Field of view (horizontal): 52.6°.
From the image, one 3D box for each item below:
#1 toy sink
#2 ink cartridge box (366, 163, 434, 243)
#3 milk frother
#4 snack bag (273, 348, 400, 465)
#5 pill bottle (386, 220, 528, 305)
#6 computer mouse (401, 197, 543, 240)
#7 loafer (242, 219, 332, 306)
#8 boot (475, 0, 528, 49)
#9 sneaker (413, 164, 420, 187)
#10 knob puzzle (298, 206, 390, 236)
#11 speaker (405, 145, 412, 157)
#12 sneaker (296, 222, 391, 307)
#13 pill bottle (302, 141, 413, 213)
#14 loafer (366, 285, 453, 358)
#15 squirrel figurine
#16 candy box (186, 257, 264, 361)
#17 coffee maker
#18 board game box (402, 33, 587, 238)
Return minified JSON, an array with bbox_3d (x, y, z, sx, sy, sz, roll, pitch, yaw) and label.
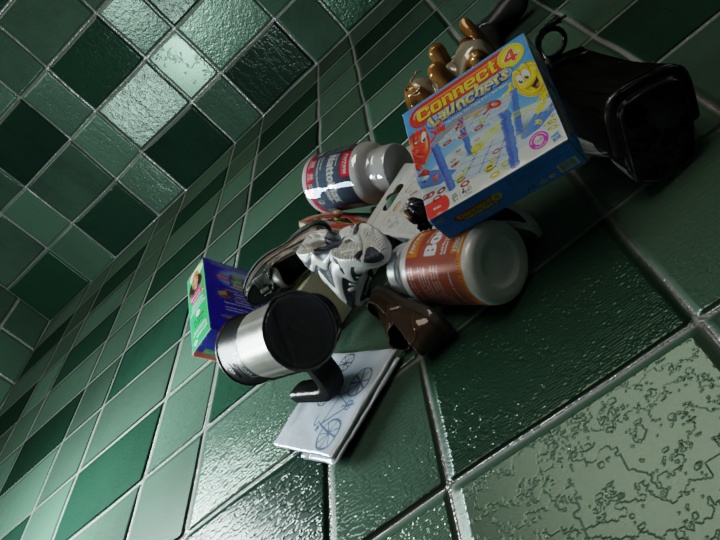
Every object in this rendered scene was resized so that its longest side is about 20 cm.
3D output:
[{"bbox_3d":[-0.063,0.004,1.329,0.200,0.112,0.130,-55,25,-19],"label":"toy sink"},{"bbox_3d":[0.121,-0.104,1.209,0.200,0.057,0.163,8,58,48],"label":"ink cartridge box"},{"bbox_3d":[-0.091,0.087,1.117,0.188,0.180,0.200,-23,37,55],"label":"milk frother"},{"bbox_3d":[-0.041,0.201,1.096,0.200,0.021,0.189,-13,40,57],"label":"snack bag"},{"bbox_3d":[0.127,-0.006,1.020,0.200,0.112,0.112,-6,46,57],"label":"pill bottle"},{"bbox_3d":[0.163,-0.076,1.040,0.200,0.110,0.044,6,77,25],"label":"computer mouse"},{"bbox_3d":[-0.126,-0.005,1.240,0.200,0.072,0.063,-43,33,15],"label":"loafer"},{"bbox_3d":[0.298,-0.516,1.594,0.165,0.066,0.200,-40,20,37],"label":"boot"},{"bbox_3d":[0.135,-0.152,1.140,0.075,0.087,0.200,-42,37,-1],"label":"sneaker"},{"bbox_3d":[-0.013,-0.094,1.329,0.220,0.219,0.030,-138,49,-67],"label":"knob puzzle"},{"bbox_3d":[0.142,-0.220,1.373,0.200,0.081,0.081,-28,30,40],"label":"speaker"},{"bbox_3d":[0.000,0.000,1.133,0.199,0.130,0.080,-4,45,46],"label":"sneaker"},{"bbox_3d":[-0.003,-0.179,1.374,0.200,0.120,0.120,-6,45,43],"label":"pill bottle"},{"bbox_3d":[0.054,0.074,1.064,0.071,0.073,0.200,-53,21,-8],"label":"loafer"},{"bbox_3d":[0.187,-0.332,1.358,0.187,0.200,0.142,-38,44,28],"label":"squirrel figurine"},{"bbox_3d":[-0.225,0.084,1.346,0.077,0.169,0.200,-55,33,26],"label":"candy box"},{"bbox_3d":[0.313,-0.218,0.936,0.135,0.192,0.200,-49,22,6],"label":"coffee maker"},{"bbox_3d":[0.163,-0.173,0.940,0.200,0.056,0.196,-30,50,26],"label":"board game box"}]
